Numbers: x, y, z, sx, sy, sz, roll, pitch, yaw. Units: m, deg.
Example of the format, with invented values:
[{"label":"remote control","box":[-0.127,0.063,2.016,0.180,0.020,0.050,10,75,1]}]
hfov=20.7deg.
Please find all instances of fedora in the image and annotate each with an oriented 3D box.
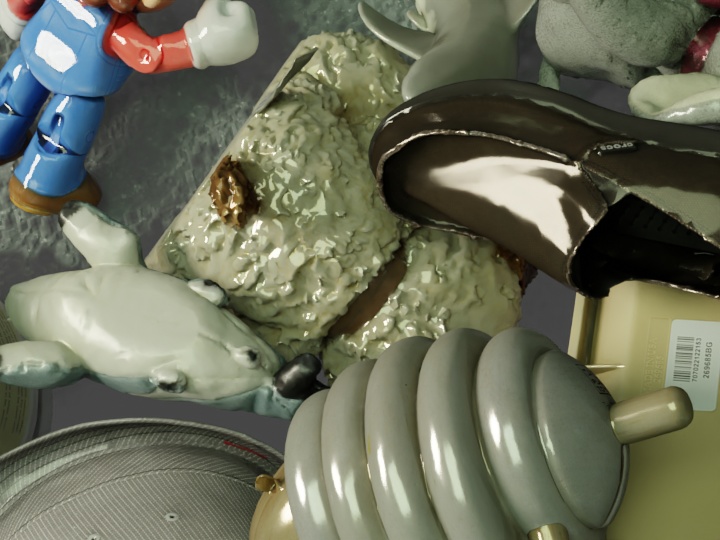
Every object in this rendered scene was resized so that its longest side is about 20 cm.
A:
[{"label":"fedora","box":[-0.100,0.159,0.886,0.200,0.090,0.177,-9,113,-7]}]

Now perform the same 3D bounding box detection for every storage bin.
[{"label":"storage bin","box":[0.195,0.061,0.870,0.198,0.094,0.200,3,70,20]}]

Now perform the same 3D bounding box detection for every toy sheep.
[{"label":"toy sheep","box":[0.043,0.088,0.805,0.200,0.138,0.138,-19,76,18]}]

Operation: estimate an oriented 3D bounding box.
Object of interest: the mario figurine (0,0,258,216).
[{"label":"mario figurine","box":[-0.123,-0.126,1.012,0.123,0.106,0.200,25,116,-16]}]

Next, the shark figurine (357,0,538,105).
[{"label":"shark figurine","box":[0.052,-0.144,0.972,0.090,0.128,0.215,-45,43,26]}]

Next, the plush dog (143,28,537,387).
[{"label":"plush dog","box":[0.000,0.000,0.942,0.172,0.160,0.200,36,91,-7]}]

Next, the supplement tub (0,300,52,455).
[{"label":"supplement tub","box":[-0.244,0.058,0.952,0.145,0.200,0.145,-3,79,14]}]

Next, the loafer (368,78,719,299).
[{"label":"loafer","box":[0.091,-0.030,0.838,0.200,0.073,0.071,8,48,22]}]

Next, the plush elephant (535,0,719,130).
[{"label":"plush elephant","box":[0.163,-0.120,0.902,0.155,0.165,0.200,17,102,22]}]

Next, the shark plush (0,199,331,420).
[{"label":"shark plush","box":[-0.076,0.032,0.910,0.200,0.083,0.091,8,67,13]}]
